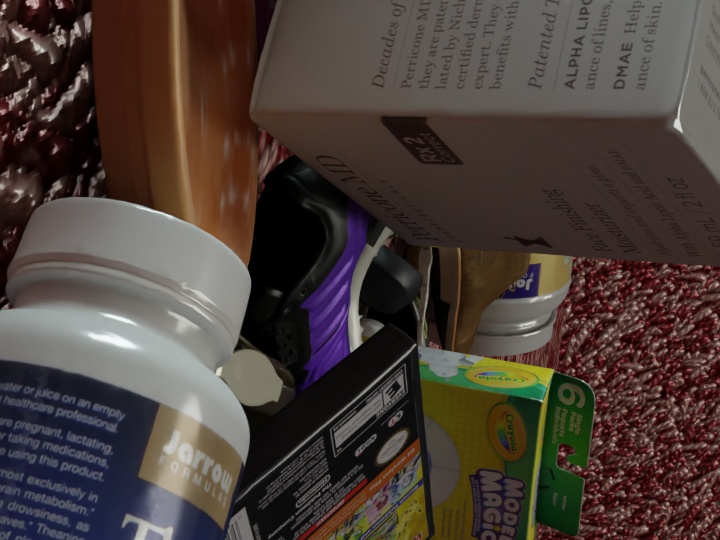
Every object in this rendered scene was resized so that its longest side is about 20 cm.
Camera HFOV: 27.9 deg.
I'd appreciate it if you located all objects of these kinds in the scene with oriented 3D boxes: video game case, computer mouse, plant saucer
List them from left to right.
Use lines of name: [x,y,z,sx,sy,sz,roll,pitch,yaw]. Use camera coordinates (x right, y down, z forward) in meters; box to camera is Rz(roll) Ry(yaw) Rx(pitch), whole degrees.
plant saucer: [-0.071,-0.082,0.579,0.200,0.037,0.201,-1,90,-86]
video game case: [-0.042,0.145,0.737,0.200,0.025,0.181,-39,145,-25]
computer mouse: [0.000,0.000,0.909,0.034,0.059,0.200,-54,-174,-2]

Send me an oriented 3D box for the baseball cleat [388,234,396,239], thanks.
baseball cleat: [0.039,-0.096,0.895,0.107,0.070,0.200,-62,-176,-26]

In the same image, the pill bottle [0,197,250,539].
pill bottle: [-0.099,0.082,0.471,0.111,0.111,0.200,73,28,-62]

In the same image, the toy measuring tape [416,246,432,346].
toy measuring tape: [0.020,-0.030,1.006,0.074,0.073,0.200,-17,114,-76]

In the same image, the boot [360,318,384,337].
boot: [-0.005,0.134,1.003,0.096,0.073,0.200,-37,137,-73]

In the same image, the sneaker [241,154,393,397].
sneaker: [-0.044,0.017,0.791,0.099,0.070,0.200,-24,137,-48]

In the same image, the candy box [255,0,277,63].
candy box: [-0.004,-0.192,0.820,0.200,0.061,0.137,-66,160,-51]

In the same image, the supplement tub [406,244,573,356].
supplement tub: [0.113,-0.043,1.235,0.145,0.145,0.200,-53,149,-64]

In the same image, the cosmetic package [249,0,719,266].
cosmetic package: [0.088,-0.108,0.668,0.165,0.200,0.165,36,63,-54]

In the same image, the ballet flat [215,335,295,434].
ballet flat: [-0.066,0.059,0.706,0.200,0.069,0.070,60,41,-70]

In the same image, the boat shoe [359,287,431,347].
boat shoe: [0.021,0.098,1.101,0.061,0.072,0.202,-25,115,-78]

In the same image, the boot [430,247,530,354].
boot: [0.091,0.015,1.113,0.200,0.075,0.074,88,-9,-63]

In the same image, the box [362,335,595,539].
box: [0.041,0.108,0.899,0.048,0.200,0.118,-57,152,-62]
